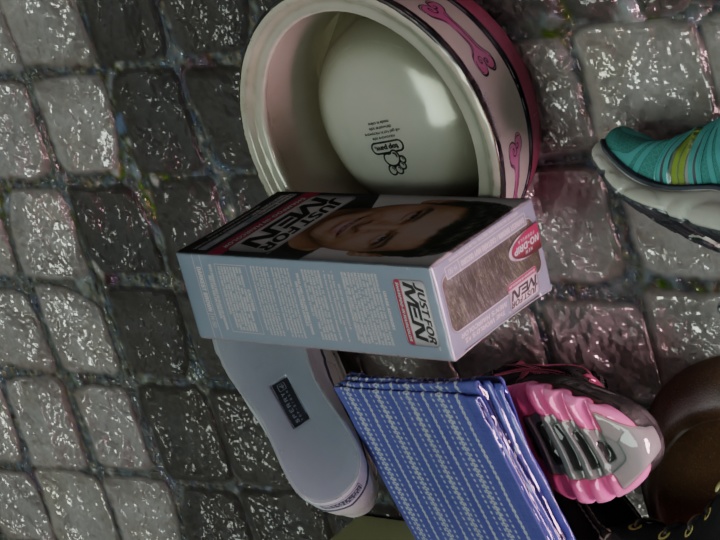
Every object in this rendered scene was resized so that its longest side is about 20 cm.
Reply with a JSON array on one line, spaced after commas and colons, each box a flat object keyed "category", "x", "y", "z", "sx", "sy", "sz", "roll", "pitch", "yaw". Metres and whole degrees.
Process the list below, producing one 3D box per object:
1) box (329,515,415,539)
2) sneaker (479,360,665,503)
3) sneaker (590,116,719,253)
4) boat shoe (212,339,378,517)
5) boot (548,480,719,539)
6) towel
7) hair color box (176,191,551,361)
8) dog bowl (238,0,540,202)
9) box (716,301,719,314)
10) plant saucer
[{"category": "box", "x": 0.017, "y": 0.261, "z": 1.449, "sx": 0.175, "sy": 0.200, "sz": 0.097, "roll": 1, "pitch": 115, "yaw": 41}, {"category": "sneaker", "x": 0.124, "y": 0.085, "z": 1.312, "sx": 0.200, "sy": 0.095, "sz": 0.079, "roll": 4, "pitch": 116, "yaw": 57}, {"category": "sneaker", "x": 0.198, "y": -0.052, "z": 1.168, "sx": 0.077, "sy": 0.080, "sz": 0.200, "roll": 27, "pitch": 179, "yaw": -29}, {"category": "boat shoe", "x": -0.036, "y": 0.080, "z": 1.477, "sx": 0.202, "sy": 0.074, "sz": 0.086, "roll": 61, "pitch": -173, "yaw": 28}, {"category": "boot", "x": 0.197, "y": 0.152, "z": 1.258, "sx": 0.151, "sy": 0.073, "sz": 0.200, "roll": -57, "pitch": 42, "yaw": 28}, {"category": "towel", "x": 0.062, "y": 0.126, "z": 1.334, "sx": 0.145, "sy": 0.024, "sz": 0.200, "roll": 63, "pitch": 157, "yaw": -11}, {"category": "hair color box", "x": 0.000, "y": 0.000, "z": 1.267, "sx": 0.199, "sy": 0.099, "sz": 0.061, "roll": 4, "pitch": 117, "yaw": 41}, {"category": "dog bowl", "x": 0.023, "y": -0.090, "z": 1.318, "sx": 0.200, "sy": 0.074, "sz": 0.201, "roll": 22, "pitch": 128, "yaw": 31}, {"category": "box", "x": 0.307, "y": 0.033, "z": 1.153, "sx": 0.200, "sy": 0.043, "sz": 0.160, "roll": 45, "pitch": 136, "yaw": 12}, {"category": "plant saucer", "x": 0.245, "y": 0.146, "z": 1.293, "sx": 0.200, "sy": 0.032, "sz": 0.201, "roll": 23, "pitch": 129, "yaw": 32}]
